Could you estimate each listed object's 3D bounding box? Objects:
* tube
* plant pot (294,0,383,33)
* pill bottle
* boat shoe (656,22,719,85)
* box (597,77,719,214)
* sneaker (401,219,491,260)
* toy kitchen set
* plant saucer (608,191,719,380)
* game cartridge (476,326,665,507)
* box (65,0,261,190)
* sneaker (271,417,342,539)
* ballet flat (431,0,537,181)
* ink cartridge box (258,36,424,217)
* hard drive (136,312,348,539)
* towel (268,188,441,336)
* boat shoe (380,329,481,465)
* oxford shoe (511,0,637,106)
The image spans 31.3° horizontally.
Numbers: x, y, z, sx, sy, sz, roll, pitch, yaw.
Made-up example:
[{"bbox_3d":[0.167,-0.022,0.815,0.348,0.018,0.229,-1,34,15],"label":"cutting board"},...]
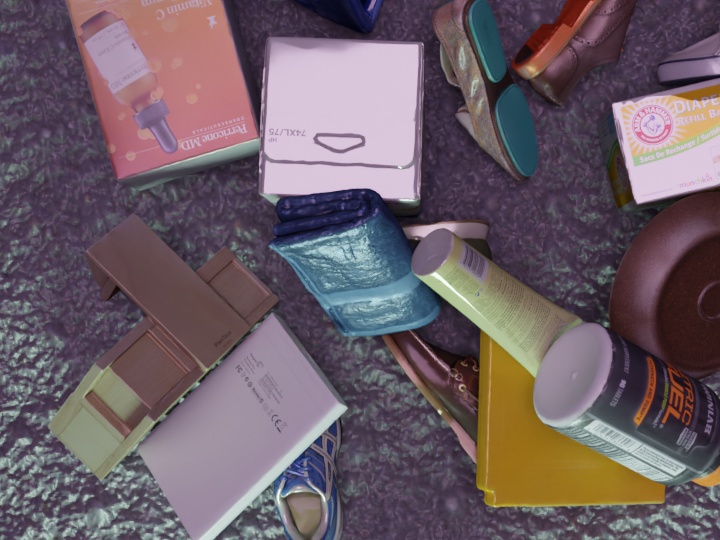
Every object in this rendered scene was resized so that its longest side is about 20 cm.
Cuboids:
[{"bbox_3d":[0.129,0.033,1.190,0.058,0.052,0.200,-38,126,26],"label":"tube"},{"bbox_3d":[-0.054,-0.368,1.246,0.180,0.200,0.200,19,89,10],"label":"plant pot"},{"bbox_3d":[0.268,0.135,1.207,0.200,0.106,0.106,28,90,-25],"label":"pill bottle"},{"bbox_3d":[0.385,-0.238,1.254,0.202,0.075,0.086,-10,87,32],"label":"boat shoe"},{"bbox_3d":[0.345,-0.129,1.258,0.200,0.112,0.102,-13,87,3],"label":"box"},{"bbox_3d":[0.035,0.004,1.290,0.200,0.067,0.090,-6,83,-1],"label":"sneaker"},{"bbox_3d":[-0.229,0.064,1.301,0.163,0.180,0.200,45,51,0],"label":"toy kitchen set"},{"bbox_3d":[0.333,0.025,1.240,0.200,0.037,0.201,-8,112,-21],"label":"plant saucer"},{"bbox_3d":[0.210,0.142,1.264,0.200,0.032,0.177,3,88,-17],"label":"game cartridge"},{"bbox_3d":[-0.189,-0.199,1.288,0.152,0.106,0.200,-17,88,2],"label":"box"},{"bbox_3d":[-0.054,0.190,1.286,0.076,0.077,0.200,-11,85,4],"label":"sneaker"},{"bbox_3d":[0.122,-0.181,1.288,0.067,0.068,0.200,0,118,41],"label":"ballet flat"},{"bbox_3d":[-0.012,-0.131,1.231,0.146,0.200,0.146,3,88,2],"label":"ink cartridge box"},{"bbox_3d":[-0.120,0.156,1.276,0.200,0.027,0.132,-44,57,7],"label":"hard drive"},{"bbox_3d":[0.000,0.000,1.187,0.111,0.200,0.049,-9,56,18],"label":"towel"},{"bbox_3d":[0.103,0.121,1.285,0.070,0.070,0.200,-39,95,8],"label":"boat shoe"},{"bbox_3d":[0.244,-0.253,1.298,0.200,0.071,0.073,-45,108,4],"label":"oxford shoe"}]
